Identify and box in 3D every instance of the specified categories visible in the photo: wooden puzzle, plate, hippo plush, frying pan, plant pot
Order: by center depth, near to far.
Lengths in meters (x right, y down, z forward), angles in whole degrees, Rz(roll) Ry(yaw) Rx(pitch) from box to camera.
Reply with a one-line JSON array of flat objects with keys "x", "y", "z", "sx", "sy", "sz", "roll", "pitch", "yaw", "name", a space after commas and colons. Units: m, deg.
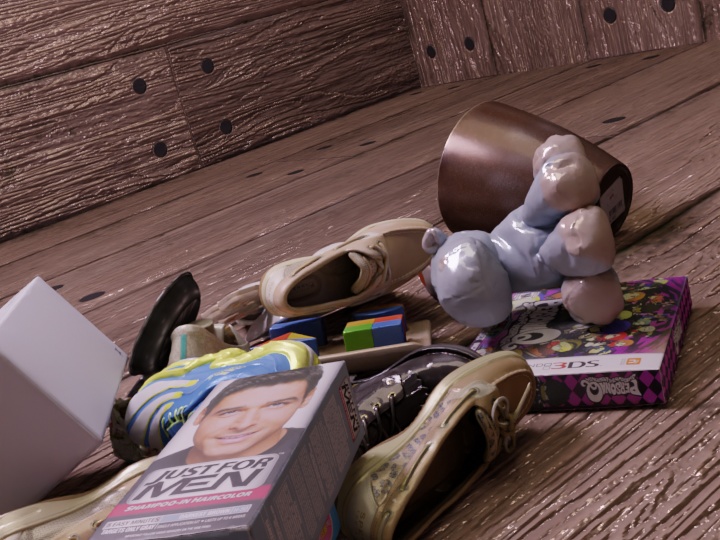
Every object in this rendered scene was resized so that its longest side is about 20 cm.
[{"x": 0.135, "y": -0.029, "z": 0.840, "sx": 0.160, "sy": 0.160, "sz": 0.200, "roll": -13, "pitch": 16, "yaw": 8, "name": "hippo plush"}, {"x": -0.024, "y": 0.069, "z": 0.898, "sx": 0.184, "sy": 0.047, "sz": 0.200, "roll": -10, "pitch": 2, "yaw": 5, "name": "wooden puzzle"}, {"x": -0.206, "y": 0.089, "z": 0.909, "sx": 0.031, "sy": 0.191, "sz": 0.115, "roll": 26, "pitch": -1, "yaw": 5, "name": "frying pan"}, {"x": -0.031, "y": 0.025, "z": 1.068, "sx": 0.199, "sy": 0.032, "sz": 0.200, "roll": -21, "pitch": -5, "yaw": -20, "name": "plate"}, {"x": 0.233, "y": -0.107, "z": 1.172, "sx": 0.200, "sy": 0.188, "sz": 0.187, "roll": 20, "pitch": 36, "yaw": 41, "name": "plant pot"}]

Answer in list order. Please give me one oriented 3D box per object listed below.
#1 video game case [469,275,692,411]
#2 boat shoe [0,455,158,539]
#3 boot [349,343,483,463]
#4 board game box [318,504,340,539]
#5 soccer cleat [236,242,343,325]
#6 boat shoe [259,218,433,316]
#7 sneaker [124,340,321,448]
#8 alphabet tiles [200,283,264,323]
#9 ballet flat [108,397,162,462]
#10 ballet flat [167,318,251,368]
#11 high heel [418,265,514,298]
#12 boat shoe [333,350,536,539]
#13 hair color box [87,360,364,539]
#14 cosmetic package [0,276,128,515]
[{"x": 0.192, "y": 0.063, "z": 0.829, "sx": 0.181, "sy": 0.036, "sz": 0.200, "roll": -6, "pitch": 18, "yaw": 28, "name": "video game case"}, {"x": -0.181, "y": 0.196, "z": 0.699, "sx": 0.199, "sy": 0.072, "sz": 0.065, "roll": -13, "pitch": 47, "yaw": -34, "name": "boat shoe"}, {"x": 0.001, "y": 0.137, "z": 0.721, "sx": 0.199, "sy": 0.069, "sz": 0.174, "roll": -19, "pitch": 14, "yaw": 26, "name": "boot"}, {"x": -0.108, "y": 0.198, "z": 0.544, "sx": 0.152, "sy": 0.040, "sz": 0.200, "roll": -11, "pitch": 16, "yaw": 17, "name": "board game box"}, {"x": -0.072, "y": 0.024, "z": 1.190, "sx": 0.199, "sy": 0.069, "sz": 0.078, "roll": -22, "pitch": 20, "yaw": 4, "name": "soccer cleat"}, {"x": 0.000, "y": 0.000, "z": 0.926, "sx": 0.199, "sy": 0.072, "sz": 0.065, "roll": -18, "pitch": 12, "yaw": -23, "name": "boat shoe"}, {"x": -0.132, "y": 0.109, "z": 0.760, "sx": 0.199, "sy": 0.076, "sz": 0.105, "roll": -24, "pitch": 0, "yaw": 22, "name": "sneaker"}, {"x": -0.078, "y": 0.015, "z": 1.047, "sx": 0.199, "sy": 0.015, "sz": 0.195, "roll": -19, "pitch": -8, "yaw": -34, "name": "alphabet tiles"}, {"x": -0.151, "y": 0.138, "z": 0.858, "sx": 0.199, "sy": 0.064, "sz": 0.076, "roll": -10, "pitch": 17, "yaw": 17, "name": "ballet flat"}, {"x": -0.145, "y": 0.080, "z": 0.943, "sx": 0.067, "sy": 0.063, "sz": 0.200, "roll": -6, "pitch": -5, "yaw": 4, "name": "ballet flat"}, {"x": 0.123, "y": -0.006, "z": 1.082, "sx": 0.096, "sy": 0.068, "sz": 0.200, "roll": -26, "pitch": 31, "yaw": -7, "name": "high heel"}, {"x": 0.068, "y": 0.131, "z": 0.667, "sx": 0.200, "sy": 0.074, "sz": 0.063, "roll": -37, "pitch": 30, "yaw": -28, "name": "boat shoe"}, {"x": -0.070, "y": 0.128, "z": 0.562, "sx": 0.099, "sy": 0.061, "sz": 0.200, "roll": -11, "pitch": 15, "yaw": 17, "name": "hair color box"}, {"x": -0.317, "y": 0.133, "z": 0.787, "sx": 0.200, "sy": 0.123, "sz": 0.199, "roll": -42, "pitch": 16, "yaw": 3, "name": "cosmetic package"}]
